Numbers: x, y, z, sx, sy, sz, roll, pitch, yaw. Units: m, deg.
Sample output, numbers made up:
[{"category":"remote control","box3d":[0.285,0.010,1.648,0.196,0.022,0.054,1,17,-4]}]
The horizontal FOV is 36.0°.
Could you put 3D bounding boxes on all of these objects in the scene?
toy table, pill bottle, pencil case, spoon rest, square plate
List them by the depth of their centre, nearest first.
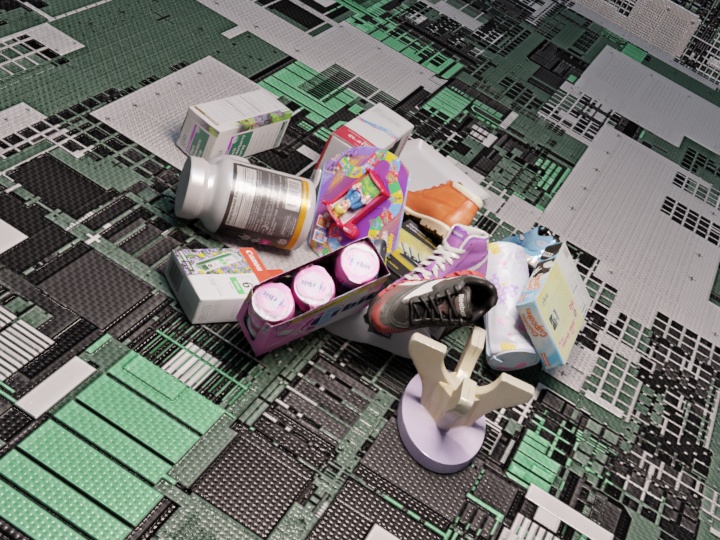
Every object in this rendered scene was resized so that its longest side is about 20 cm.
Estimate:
[{"category":"toy table","box3d":[0.133,0.171,1.527,0.183,0.118,0.201,19,32,-12]},{"category":"pill bottle","box3d":[-0.177,-0.106,1.702,0.199,0.117,0.117,13,35,-19]},{"category":"pencil case","box3d":[0.226,0.055,1.724,0.090,0.083,0.201,11,60,-32]},{"category":"spoon rest","box3d":[-0.165,-0.146,1.792,0.198,0.061,0.099,6,-7,-10]},{"category":"square plate","box3d":[0.118,-0.172,2.081,0.198,0.029,0.199,42,36,24]}]

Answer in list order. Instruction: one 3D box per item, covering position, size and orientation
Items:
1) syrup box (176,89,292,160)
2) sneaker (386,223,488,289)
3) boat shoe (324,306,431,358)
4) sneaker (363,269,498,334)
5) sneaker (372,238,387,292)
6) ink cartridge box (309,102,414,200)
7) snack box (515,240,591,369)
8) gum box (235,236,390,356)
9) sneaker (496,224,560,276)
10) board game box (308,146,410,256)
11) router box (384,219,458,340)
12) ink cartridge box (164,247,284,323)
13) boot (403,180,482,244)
[{"category":"syrup box","box3d":[-0.215,-0.245,1.905,0.081,0.079,0.200,38,34,18]},{"category":"sneaker","box3d":[0.112,-0.011,1.635,0.200,0.115,0.073,-24,45,-38]},{"category":"boat shoe","box3d":[0.013,0.066,1.638,0.199,0.072,0.066,19,18,-1]},{"category":"sneaker","box3d":[0.106,0.046,1.548,0.199,0.071,0.098,-12,10,-19]},{"category":"sneaker","box3d":[0.000,0.000,1.640,0.078,0.200,0.066,7,76,0]},{"category":"ink cartridge box","box3d":[-0.003,-0.187,1.907,0.083,0.146,0.200,33,33,10]},{"category":"snack box","box3d":[0.303,0.051,1.721,0.117,0.037,0.200,62,33,-16]},{"category":"gum box","box3d":[-0.070,0.037,1.512,0.199,0.114,0.066,-24,75,-25]},{"category":"sneaker","box3d":[0.294,-0.033,1.894,0.078,0.090,0.200,49,-3,-14]},{"category":"board game box","box3d":[-0.009,-0.105,1.741,0.157,0.201,0.039,7,-9,26]},{"category":"router box","box3d":[0.101,0.011,1.787,0.200,0.052,0.157,39,34,19]},{"category":"ink cartridge box","box3d":[-0.169,0.019,1.591,0.199,0.051,0.109,-2,42,-36]},{"category":"boot","box3d":[0.126,-0.114,1.896,0.200,0.107,0.075,32,-10,49]}]
